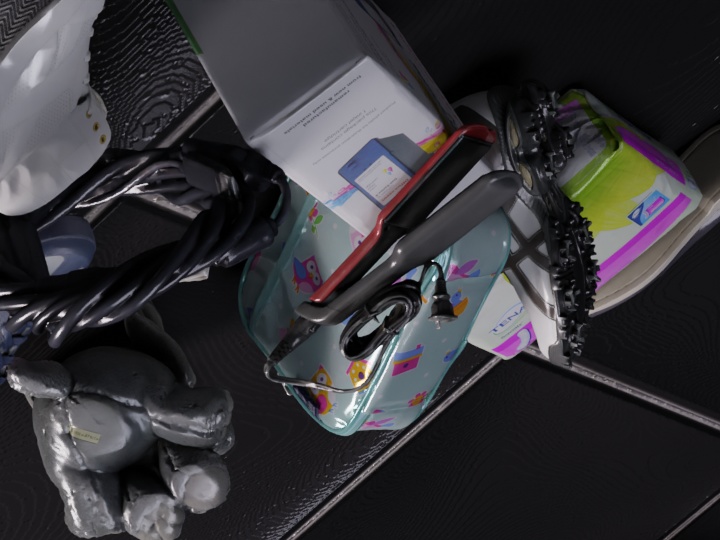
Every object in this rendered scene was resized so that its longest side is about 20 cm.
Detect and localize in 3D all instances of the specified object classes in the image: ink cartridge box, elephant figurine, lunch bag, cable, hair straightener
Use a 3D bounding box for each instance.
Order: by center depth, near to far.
[{"bbox_3d":[-0.139,-0.016,1.436,0.163,0.200,0.051,-42,123,-27],"label":"cable"},{"bbox_3d":[0.020,0.007,1.507,0.200,0.077,0.041,-43,149,18],"label":"hair straightener"},{"bbox_3d":[-0.019,-0.112,1.521,0.087,0.145,0.200,-36,149,8],"label":"ink cartridge box"},{"bbox_3d":[0.000,0.000,1.696,0.077,0.160,0.200,-8,136,-43],"label":"lunch bag"},{"bbox_3d":[-0.155,0.091,1.732,0.141,0.200,0.155,-5,111,-4],"label":"elephant figurine"}]

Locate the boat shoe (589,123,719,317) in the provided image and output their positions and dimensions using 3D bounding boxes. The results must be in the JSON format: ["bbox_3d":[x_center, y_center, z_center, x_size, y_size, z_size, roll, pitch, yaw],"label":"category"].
[{"bbox_3d":[0.227,-0.026,1.944,0.200,0.073,0.063,-41,146,7],"label":"boat shoe"}]

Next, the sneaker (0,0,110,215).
[{"bbox_3d":[-0.169,-0.124,1.420,0.200,0.074,0.116,-57,150,4],"label":"sneaker"}]

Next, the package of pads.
[{"bbox_3d":[0.127,-0.029,1.852,0.200,0.068,0.154,-41,149,15],"label":"package of pads"}]

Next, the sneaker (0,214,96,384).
[{"bbox_3d":[-0.231,0.050,1.593,0.200,0.082,0.070,-40,149,11],"label":"sneaker"}]

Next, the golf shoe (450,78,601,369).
[{"bbox_3d":[0.103,-0.029,1.751,0.094,0.200,0.078,-6,-164,23],"label":"golf shoe"}]
